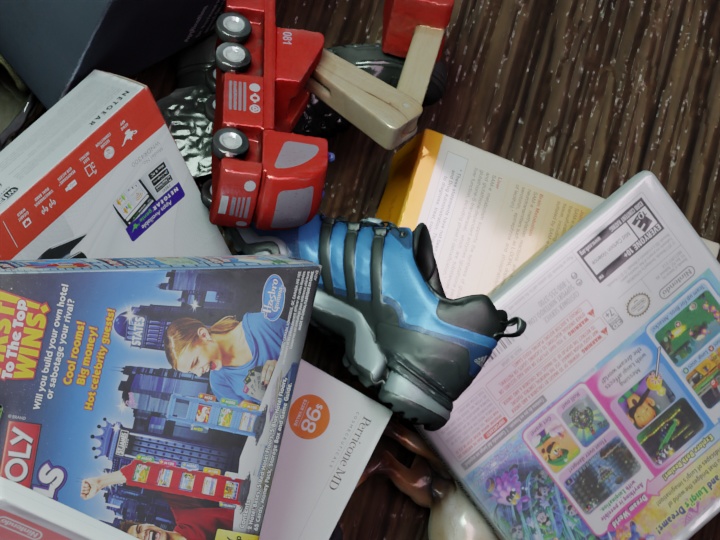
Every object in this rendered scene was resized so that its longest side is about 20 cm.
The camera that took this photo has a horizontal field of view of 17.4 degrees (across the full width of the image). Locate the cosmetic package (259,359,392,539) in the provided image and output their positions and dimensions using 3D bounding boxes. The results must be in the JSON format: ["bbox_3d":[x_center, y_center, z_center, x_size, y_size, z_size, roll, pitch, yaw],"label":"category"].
[{"bbox_3d":[-0.094,0.128,1.269,0.150,0.052,0.201,30,83,-21],"label":"cosmetic package"}]

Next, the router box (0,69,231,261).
[{"bbox_3d":[-0.163,0.023,1.277,0.200,0.049,0.180,-45,131,-23],"label":"router box"}]

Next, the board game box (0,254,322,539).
[{"bbox_3d":[-0.140,0.070,1.187,0.199,0.062,0.202,14,90,-21],"label":"board game box"}]

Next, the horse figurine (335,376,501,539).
[{"bbox_3d":[0.042,0.148,1.359,0.132,0.050,0.201,-2,68,-33],"label":"horse figurine"}]

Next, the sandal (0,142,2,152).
[{"bbox_3d":[-0.208,-0.033,1.281,0.075,0.045,0.201,-34,126,-29],"label":"sandal"}]

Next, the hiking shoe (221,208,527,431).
[{"bbox_3d":[0.000,0.000,1.314,0.087,0.074,0.200,-46,68,0],"label":"hiking shoe"}]

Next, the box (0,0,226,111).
[{"bbox_3d":[-0.148,-0.226,1.335,0.200,0.118,0.197,-33,77,-39],"label":"box"}]

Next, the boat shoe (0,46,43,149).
[{"bbox_3d":[-0.210,-0.113,1.346,0.072,0.065,0.201,28,68,-9],"label":"boat shoe"}]

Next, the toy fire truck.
[{"bbox_3d":[-0.016,-0.102,1.327,0.140,0.049,0.201,6,48,-9],"label":"toy fire truck"}]

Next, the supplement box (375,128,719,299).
[{"bbox_3d":[0.101,0.014,1.405,0.199,0.074,0.127,22,74,-11],"label":"supplement box"}]

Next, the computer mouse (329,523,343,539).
[{"bbox_3d":[-0.019,0.198,1.343,0.058,0.034,0.201,-31,91,-43],"label":"computer mouse"}]

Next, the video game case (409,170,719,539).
[{"bbox_3d":[0.144,0.075,1.355,0.200,0.024,0.182,-39,98,-10],"label":"video game case"}]

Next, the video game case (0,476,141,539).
[{"bbox_3d":[-0.178,0.197,1.165,0.143,0.200,0.018,29,26,-30],"label":"video game case"}]

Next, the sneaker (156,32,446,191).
[{"bbox_3d":[-0.047,-0.082,1.397,0.198,0.060,0.105,4,72,-12],"label":"sneaker"}]
